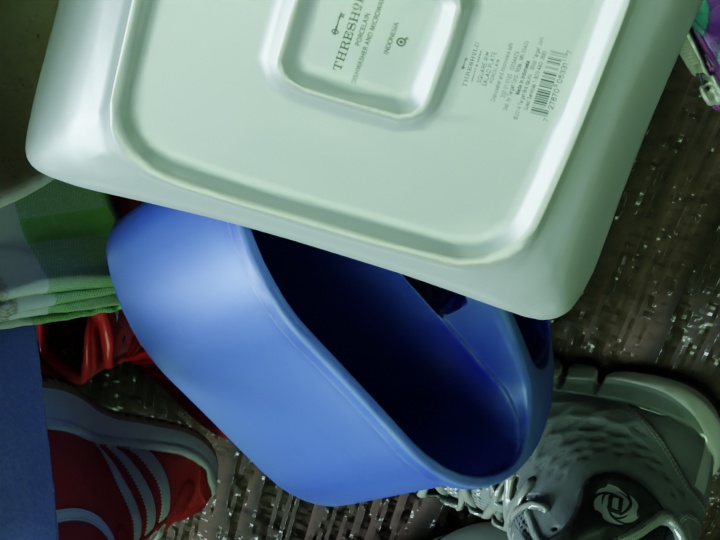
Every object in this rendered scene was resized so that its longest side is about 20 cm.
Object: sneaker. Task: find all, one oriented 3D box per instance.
[{"bbox_3d":[0.055,0.091,0.849,0.198,0.116,0.075,5,135,12],"label":"sneaker"},{"bbox_3d":[-0.100,0.028,0.835,0.078,0.116,0.201,-12,128,27],"label":"sneaker"},{"bbox_3d":[-0.111,0.116,0.818,0.071,0.113,0.200,-14,163,17],"label":"sneaker"}]

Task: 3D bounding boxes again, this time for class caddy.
[{"bbox_3d":[0.000,0.000,0.761,0.105,0.142,0.200,-19,126,37],"label":"caddy"}]

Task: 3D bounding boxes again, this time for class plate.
[{"bbox_3d":[0.004,-0.080,0.612,0.199,0.032,0.200,16,123,-5],"label":"plate"}]

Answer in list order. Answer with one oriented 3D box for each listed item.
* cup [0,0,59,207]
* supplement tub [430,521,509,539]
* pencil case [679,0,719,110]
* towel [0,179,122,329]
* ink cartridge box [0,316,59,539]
[{"bbox_3d":[-0.146,-0.140,0.655,0.143,0.200,0.201,34,140,20],"label":"cup"},{"bbox_3d":[0.024,0.209,0.940,0.145,0.146,0.200,37,144,-19],"label":"supplement tub"},{"bbox_3d":[0.083,-0.137,0.636,0.200,0.093,0.085,37,167,-17],"label":"pencil case"},{"bbox_3d":[-0.180,-0.045,0.701,0.199,0.150,0.031,-9,166,-39],"label":"towel"},{"bbox_3d":[-0.219,0.022,0.711,0.198,0.199,0.047,-8,162,-5],"label":"ink cartridge box"}]
